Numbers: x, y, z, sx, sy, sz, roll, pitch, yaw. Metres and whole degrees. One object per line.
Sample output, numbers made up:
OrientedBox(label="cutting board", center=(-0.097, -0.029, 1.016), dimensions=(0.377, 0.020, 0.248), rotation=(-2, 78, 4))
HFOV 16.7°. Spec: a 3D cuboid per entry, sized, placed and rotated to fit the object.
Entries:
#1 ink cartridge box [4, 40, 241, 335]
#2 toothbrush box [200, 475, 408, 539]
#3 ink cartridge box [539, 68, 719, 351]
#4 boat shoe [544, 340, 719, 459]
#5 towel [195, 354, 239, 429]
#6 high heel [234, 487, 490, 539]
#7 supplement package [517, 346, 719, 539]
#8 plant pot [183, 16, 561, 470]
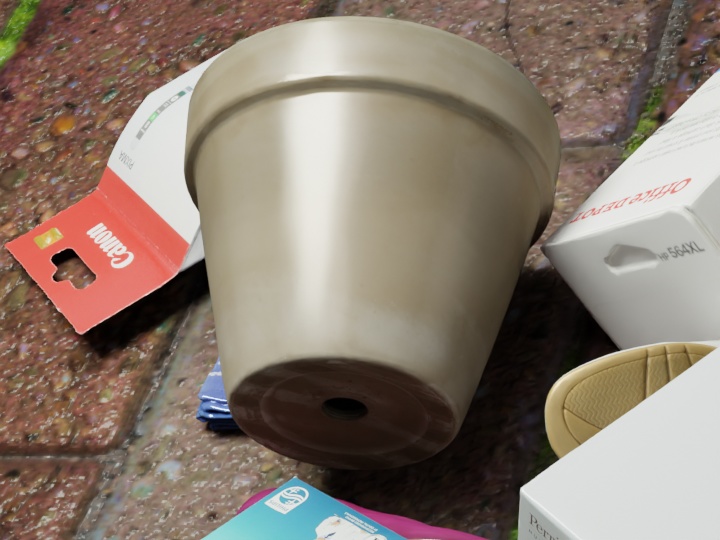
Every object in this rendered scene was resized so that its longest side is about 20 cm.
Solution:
OrientedBox(label="ink cartridge box", center=(-0.116, -0.056, 1.484), dimensions=(0.199, 0.050, 0.161), rotation=(-30, 29, -12))
OrientedBox(label="toothbrush box", center=(-0.062, 0.208, 1.051), dimensions=(0.200, 0.147, 0.085), rotation=(-33, 37, -31))
OrientedBox(label="ink cartridge box", center=(0.209, -0.052, 1.261), dimensions=(0.200, 0.084, 0.146), rotation=(-44, 11, -24))
OrientedBox(label="boat shoe", center=(0.176, 0.068, 1.168), dimensions=(0.199, 0.071, 0.069), rotation=(-3, -1, -14))
OrientedBox(label="towel", center=(-0.003, 0.012, 1.383), dimensions=(0.144, 0.024, 0.200), rotation=(-3, 42, 22))
OrientedBox(label="high heel", center=(0.028, 0.139, 1.195), dimensions=(0.199, 0.068, 0.096), rotation=(11, 18, 18))
OrientedBox(label="supplement package", center=(0.184, 0.142, 1.007), dimensions=(0.155, 0.111, 0.200), rotation=(-31, 52, -27))
OrientedBox(label="plant pot", center=(0.000, 0.000, 1.256), dimensions=(0.199, 0.200, 0.174), rotation=(-7, 56, 19))
